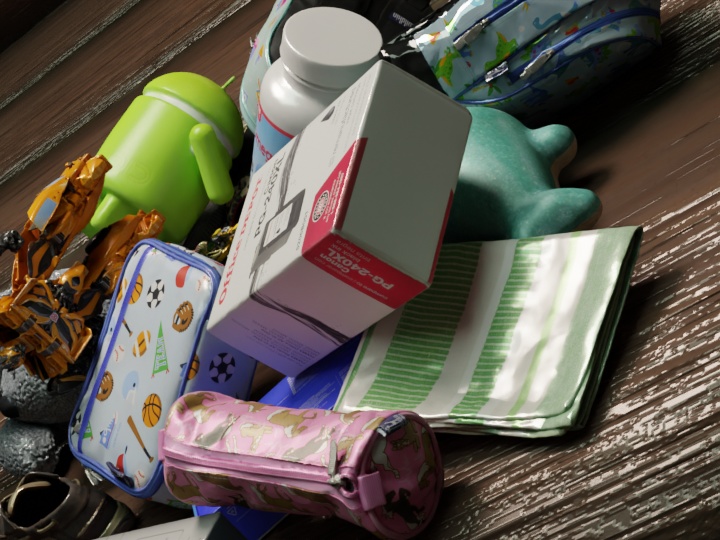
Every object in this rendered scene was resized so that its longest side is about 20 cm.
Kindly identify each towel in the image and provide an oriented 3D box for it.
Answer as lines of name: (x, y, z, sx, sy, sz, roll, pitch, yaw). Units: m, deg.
towel: (0.079, 0.040, 1.029, 0.198, 0.023, 0.154, -5, 53, 42)

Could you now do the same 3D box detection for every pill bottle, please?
pill bottle: (-0.035, -0.112, 1.314, 0.109, 0.107, 0.202, -70, -8, -48)

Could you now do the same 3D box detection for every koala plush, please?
koala plush: (-0.273, 0.081, 1.420, 0.183, 0.178, 0.200, -36, 10, -17)

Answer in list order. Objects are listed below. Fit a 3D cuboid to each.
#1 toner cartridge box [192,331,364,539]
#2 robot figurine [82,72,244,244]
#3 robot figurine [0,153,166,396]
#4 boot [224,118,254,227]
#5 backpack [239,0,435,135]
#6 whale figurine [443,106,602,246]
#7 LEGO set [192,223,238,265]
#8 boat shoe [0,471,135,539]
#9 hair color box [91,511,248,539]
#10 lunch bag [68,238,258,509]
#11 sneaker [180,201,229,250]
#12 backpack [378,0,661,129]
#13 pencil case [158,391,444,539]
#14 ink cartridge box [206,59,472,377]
toner cartridge box: (-0.038, 0.112, 1.143, 0.200, 0.043, 0.095, -42, 22, 4)
robot figurine: (-0.190, -0.105, 1.526, 0.175, 0.115, 0.201, 2, 57, 58)
robot figurine: (-0.244, 0.003, 1.310, 0.058, 0.145, 0.201, -23, 32, 41)
boot: (-0.065, -0.121, 1.583, 0.202, 0.074, 0.154, -33, 32, 3)
backpack: (-0.023, -0.177, 1.468, 0.153, 0.175, 0.201, -45, 15, 43)
whale figurine: (0.092, -0.057, 1.146, 0.159, 0.104, 0.200, -44, 25, -5)
LEGO set: (-0.151, 0.009, 1.418, 0.154, 0.116, 0.200, -44, 23, -3)
boat shoe: (-0.262, 0.201, 1.323, 0.199, 0.073, 0.075, -14, 36, 50)
hair color box: (-0.161, 0.239, 1.104, 0.199, 0.061, 0.099, -19, 32, 44)
lunch bag: (-0.158, 0.083, 1.248, 0.160, 0.075, 0.202, 23, 93, 48)
sneaker: (-0.207, -0.008, 1.581, 0.201, 0.091, 0.066, -51, 25, -19)
backpack: (0.139, -0.186, 1.244, 0.200, 0.154, 0.163, -46, -22, 11)
pencil case: (-0.042, 0.124, 1.021, 0.198, 0.087, 0.083, 2, 49, 42)
ink cartridge box: (-0.019, -0.031, 1.109, 0.200, 0.083, 0.147, -35, 34, 52)
